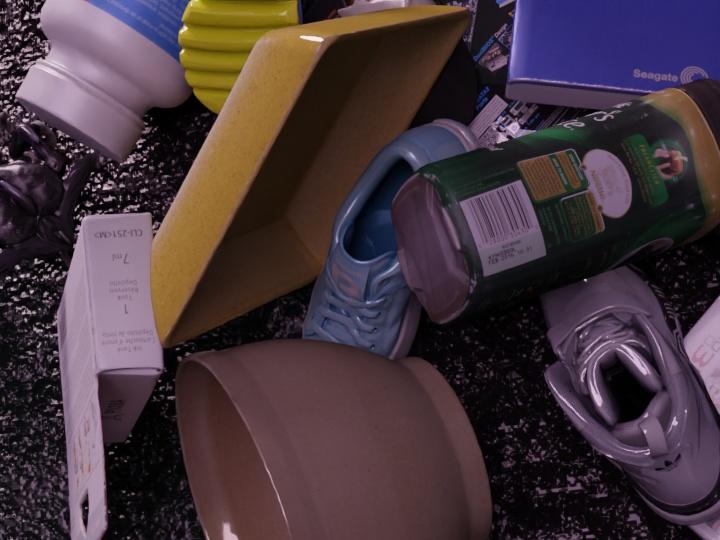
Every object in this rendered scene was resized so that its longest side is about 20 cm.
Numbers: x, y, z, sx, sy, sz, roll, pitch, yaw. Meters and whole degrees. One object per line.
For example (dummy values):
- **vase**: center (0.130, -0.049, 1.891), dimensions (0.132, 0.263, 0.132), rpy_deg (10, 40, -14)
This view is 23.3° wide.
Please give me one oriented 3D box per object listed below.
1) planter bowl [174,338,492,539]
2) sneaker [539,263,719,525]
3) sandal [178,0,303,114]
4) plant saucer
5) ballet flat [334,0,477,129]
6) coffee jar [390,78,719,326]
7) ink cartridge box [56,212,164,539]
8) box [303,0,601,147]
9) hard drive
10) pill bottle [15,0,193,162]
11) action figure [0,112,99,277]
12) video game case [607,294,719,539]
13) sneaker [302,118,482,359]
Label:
- **planter bowl**: center (-0.009, 0.124, 1.001), dimensions (0.134, 0.200, 0.201), rpy_deg (-18, 71, -20)
- **sneaker**: center (0.144, 0.043, 0.992), dimensions (0.075, 0.115, 0.201), rpy_deg (-32, 54, 10)
- **sandal**: center (-0.062, -0.190, 1.070), dimensions (0.079, 0.087, 0.201), rpy_deg (13, 116, 8)
- **plant saucer**: center (-0.037, -0.067, 0.981), dimensions (0.048, 0.200, 0.201), rpy_deg (36, 114, 14)
- **ballet flat**: center (0.009, -0.173, 1.071), dimensions (0.068, 0.068, 0.201), rpy_deg (-27, 72, 6)
- **coffee jar**: center (0.123, -0.040, 0.968), dimensions (0.199, 0.104, 0.086), rpy_deg (-18, 81, -19)
- **ink cartridge box**: center (-0.147, 0.079, 1.029), dimensions (0.043, 0.200, 0.175), rpy_deg (-3, 74, -15)
- **box**: center (0.061, -0.125, 1.107), dimensions (0.198, 0.050, 0.200), rpy_deg (41, 89, 20)
- **hard drive**: center (0.163, -0.190, 1.067), dimensions (0.131, 0.025, 0.201), rpy_deg (6, 65, 4)
- **pill bottle**: center (-0.137, -0.176, 1.133), dimensions (0.112, 0.112, 0.201), rpy_deg (28, 83, 18)
- **action figure**: center (-0.244, -0.057, 1.138), dimensions (0.200, 0.102, 0.119), rpy_deg (37, 80, 10)
- **video game case**: center (0.269, 0.097, 1.014), dimensions (0.200, 0.024, 0.182), rpy_deg (40, 88, 20)
- **sneaker**: center (0.000, 0.000, 1.041), dimensions (0.074, 0.082, 0.201), rpy_deg (32, 113, 24)
